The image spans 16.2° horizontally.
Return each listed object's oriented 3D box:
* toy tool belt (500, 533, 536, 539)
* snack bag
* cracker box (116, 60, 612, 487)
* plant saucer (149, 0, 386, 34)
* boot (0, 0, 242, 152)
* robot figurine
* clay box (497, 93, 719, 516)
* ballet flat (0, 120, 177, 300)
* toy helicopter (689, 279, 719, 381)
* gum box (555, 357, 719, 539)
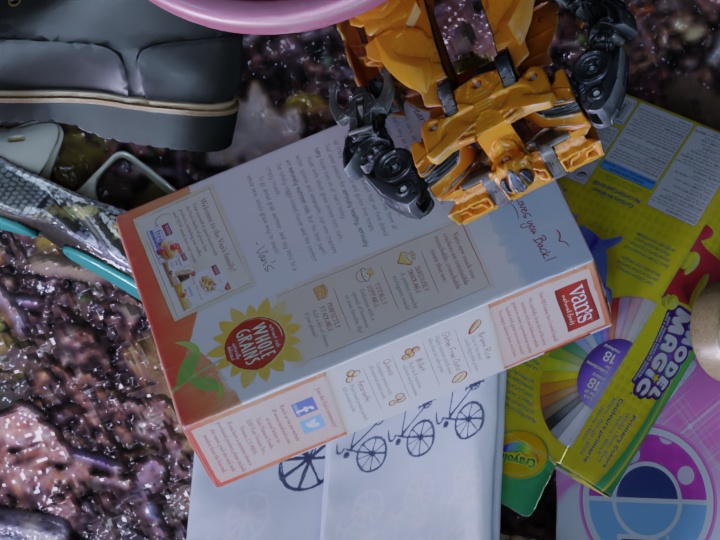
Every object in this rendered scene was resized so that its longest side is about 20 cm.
[{"bbox_3d":[0.013,0.193,1.236,0.200,0.125,0.123,-45,72,29],"label":"toy tool belt"},{"bbox_3d":[-0.013,0.083,1.219,0.200,0.189,0.021,-18,143,34],"label":"snack bag"},{"bbox_3d":[0.000,0.000,1.175,0.200,0.134,0.058,-22,141,1],"label":"cracker box"},{"bbox_3d":[-0.034,-0.198,1.162,0.200,0.051,0.201,-3,73,8],"label":"plant saucer"},{"bbox_3d":[-0.150,-0.143,1.224,0.199,0.077,0.139,8,106,-13],"label":"boot"},{"bbox_3d":[0.053,-0.104,1.154,0.145,0.200,0.058,-26,137,13],"label":"robot figurine"},{"bbox_3d":[0.107,0.018,1.201,0.048,0.115,0.200,33,87,-41],"label":"clay box"},{"bbox_3d":[-0.148,-0.036,1.267,0.200,0.072,0.072,24,109,-5],"label":"ballet flat"},{"bbox_3d":[0.205,0.090,1.161,0.079,0.132,0.200,-4,130,52],"label":"toy helicopter"},{"bbox_3d":[0.159,0.120,1.236,0.113,0.066,0.201,-1,88,34],"label":"gum box"}]
